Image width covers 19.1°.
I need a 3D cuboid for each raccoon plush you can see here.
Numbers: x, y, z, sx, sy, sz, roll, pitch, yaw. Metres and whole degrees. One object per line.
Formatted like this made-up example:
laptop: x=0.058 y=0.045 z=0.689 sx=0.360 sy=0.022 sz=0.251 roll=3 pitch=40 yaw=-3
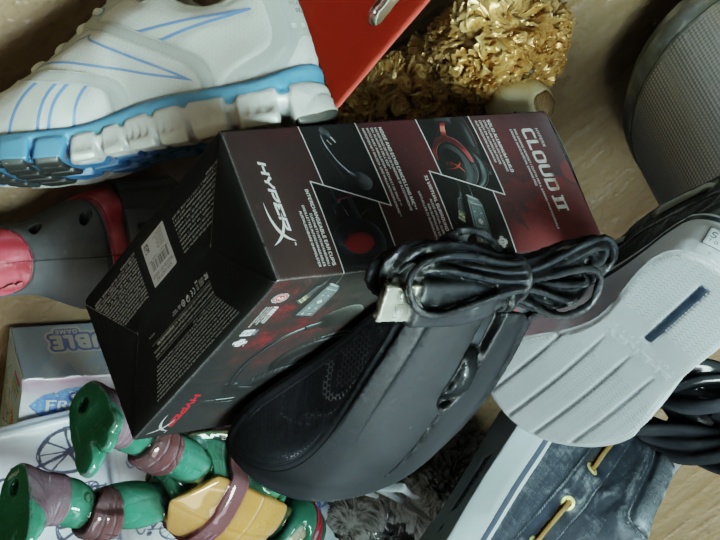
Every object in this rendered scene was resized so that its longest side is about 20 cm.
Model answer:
raccoon plush: x=0.062 y=0.087 z=1.158 sx=0.134 sy=0.097 sz=0.201 roll=-37 pitch=153 yaw=-45

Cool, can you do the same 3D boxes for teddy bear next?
teddy bear: x=0.021 y=-0.060 z=1.020 sx=0.199 sy=0.067 sz=0.145 roll=-26 pitch=141 yaw=6

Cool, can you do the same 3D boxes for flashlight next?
flashlight: x=-0.180 y=-0.002 z=0.998 sx=0.199 sy=0.068 sz=0.068 roll=-7 pitch=138 yaw=-17

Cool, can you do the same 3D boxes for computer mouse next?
computer mouse: x=0.016 y=0.053 z=0.924 sx=0.138 sy=0.053 sz=0.200 roll=-3 pitch=152 yaw=-43

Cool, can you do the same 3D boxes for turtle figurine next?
turtle figurine: x=-0.071 y=0.122 z=1.057 sx=0.199 sy=0.101 sz=0.150 roll=22 pitch=104 yaw=-34

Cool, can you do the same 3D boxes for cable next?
cable: x=0.150 y=0.062 z=1.094 sx=0.051 sy=0.199 sz=0.163 roll=-62 pitch=159 yaw=-5

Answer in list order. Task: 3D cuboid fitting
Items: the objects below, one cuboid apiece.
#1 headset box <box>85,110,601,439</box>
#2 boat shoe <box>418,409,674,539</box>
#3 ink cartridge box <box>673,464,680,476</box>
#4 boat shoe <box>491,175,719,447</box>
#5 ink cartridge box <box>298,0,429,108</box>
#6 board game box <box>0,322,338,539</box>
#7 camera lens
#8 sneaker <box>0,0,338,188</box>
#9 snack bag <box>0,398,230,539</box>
headset box: x=0.000 y=0.000 z=0.961 sx=0.199 sy=0.075 sz=0.149 roll=-6 pitch=154 yaw=-37
boat shoe: x=0.078 y=0.146 z=1.047 sx=0.091 sy=0.201 sz=0.071 roll=37 pitch=159 yaw=-5
ink cartridge box: x=0.078 y=0.186 z=1.216 sx=0.198 sy=0.047 sz=0.200 roll=-42 pitch=180 yaw=38
boat shoe: x=0.130 y=0.021 z=0.969 sx=0.072 sy=0.071 sz=0.200 roll=44 pitch=145 yaw=-5
ink cartridge box: x=-0.021 y=-0.167 z=0.783 sx=0.050 sy=0.201 sz=0.109 roll=19 pitch=126 yaw=-37
board game box: x=-0.099 y=0.107 z=1.167 sx=0.199 sy=0.044 sz=0.200 roll=-3 pitch=135 yaw=-19
camera lens: x=0.226 y=-0.044 z=1.018 sx=0.159 sy=0.201 sz=0.161 roll=-12 pitch=138 yaw=-11
sneaker: x=-0.107 y=-0.087 z=0.944 sx=0.199 sy=0.087 sz=0.075 roll=-9 pitch=174 yaw=17
snack bag: x=-0.126 y=0.132 z=1.133 sx=0.199 sy=0.021 sz=0.189 roll=-12 pitch=137 yaw=-10
